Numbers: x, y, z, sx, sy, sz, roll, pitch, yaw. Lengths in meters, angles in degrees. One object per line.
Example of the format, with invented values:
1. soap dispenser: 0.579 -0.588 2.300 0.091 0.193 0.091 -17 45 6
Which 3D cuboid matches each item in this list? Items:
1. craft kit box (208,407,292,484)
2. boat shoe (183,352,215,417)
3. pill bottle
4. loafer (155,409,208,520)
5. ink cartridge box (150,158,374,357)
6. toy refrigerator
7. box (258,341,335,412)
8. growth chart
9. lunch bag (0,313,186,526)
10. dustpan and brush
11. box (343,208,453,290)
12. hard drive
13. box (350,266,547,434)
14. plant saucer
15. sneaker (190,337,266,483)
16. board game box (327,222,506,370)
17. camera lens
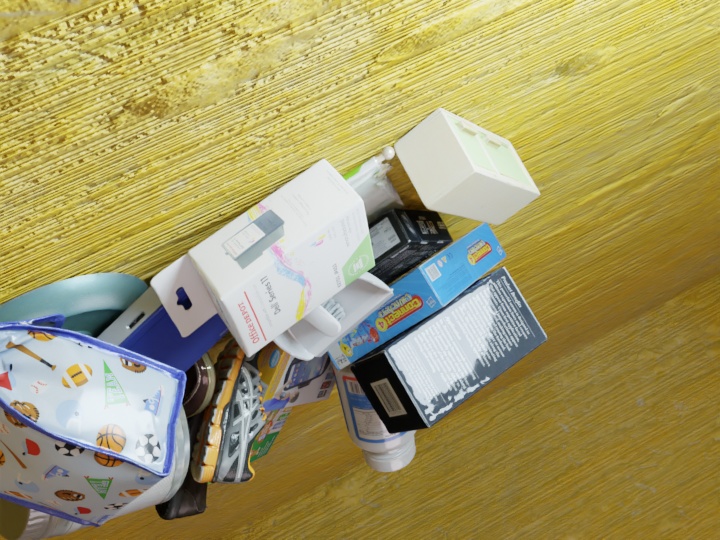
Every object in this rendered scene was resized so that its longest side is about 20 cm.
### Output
1. craft kit box: -0.178 0.225 1.344 0.196 0.048 0.202 -14 139 -51
2. boat shoe: -0.251 0.160 1.133 0.071 0.073 0.199 -12 162 -45
3. pill bottle: 0.026 0.190 1.312 0.110 0.112 0.204 -22 124 -16
4. loafer: -0.217 0.229 1.197 0.070 0.205 0.072 20 169 -35
5. ink cartridge box: -0.086 0.002 0.848 0.198 0.067 0.118 -36 150 -13
6. toy refrigerator: 0.119 -0.106 0.951 0.069 0.077 0.199 -35 161 24
7. box: -0.077 0.134 1.295 0.198 0.041 0.121 2 116 -57
8. growth chart: -0.015 -0.057 0.973 0.143 0.018 0.200 -29 163 0
9. lunch bag: -0.280 0.129 0.801 0.197 0.126 0.170 23 137 -27
10. dustpan and brush: -0.074 0.023 0.961 0.199 0.058 0.139 38 117 -25
11. box: 0.000 0.000 1.074 0.198 0.044 0.159 -34 169 22
12. hard drive: -0.191 0.058 0.943 0.132 0.025 0.200 -43 166 4
13. box: 0.108 0.103 1.138 0.198 0.108 0.148 -32 178 -22
14. plant saucer: -0.293 0.067 0.873 0.197 0.028 0.201 -27 163 -8
15. sneaker: -0.153 0.170 1.135 0.076 0.205 0.078 19 165 -21
16. board game box: 0.069 0.032 1.180 0.195 0.057 0.199 -35 178 38
17. camera lens: -0.297 0.194 0.986 0.197 0.162 0.160 -8 154 -44
